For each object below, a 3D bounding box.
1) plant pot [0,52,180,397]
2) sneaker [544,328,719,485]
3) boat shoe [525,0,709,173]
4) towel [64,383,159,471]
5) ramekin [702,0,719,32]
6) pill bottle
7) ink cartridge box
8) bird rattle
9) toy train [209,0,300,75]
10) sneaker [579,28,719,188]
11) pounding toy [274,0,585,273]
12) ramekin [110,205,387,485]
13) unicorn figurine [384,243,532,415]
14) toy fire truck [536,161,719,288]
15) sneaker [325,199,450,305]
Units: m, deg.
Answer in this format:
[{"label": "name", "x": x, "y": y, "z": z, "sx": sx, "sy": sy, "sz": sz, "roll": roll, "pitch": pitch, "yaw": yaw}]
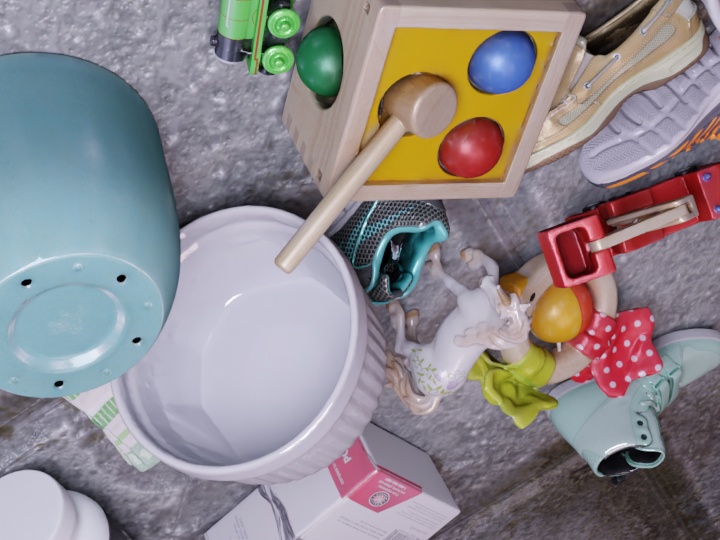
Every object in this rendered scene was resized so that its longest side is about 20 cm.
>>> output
[{"label": "plant pot", "x": -0.208, "y": -0.016, "z": 0.888, "sx": 0.200, "sy": 0.161, "sz": 0.201, "roll": -15, "pitch": 136, "yaw": -15}, {"label": "sneaker", "x": 0.297, "y": 0.139, "z": 1.338, "sx": 0.200, "sy": 0.118, "sz": 0.074, "roll": -23, "pitch": 136, "yaw": -7}, {"label": "boat shoe", "x": 0.169, "y": -0.154, "z": 1.032, "sx": 0.200, "sy": 0.072, "sz": 0.076, "roll": -37, "pitch": 124, "yaw": -3}, {"label": "towel", "x": -0.168, "y": 0.081, "z": 1.106, "sx": 0.152, "sy": 0.023, "sz": 0.200, "roll": -31, "pitch": 138, "yaw": 2}, {"label": "ramekin", "x": 0.315, "y": -0.264, "z": 0.967, "sx": 0.199, "sy": 0.098, "sz": 0.201, "roll": -14, "pitch": 136, "yaw": -15}, {"label": "pill bottle", "x": -0.254, "y": 0.263, "z": 1.171, "sx": 0.116, "sy": 0.117, "sz": 0.200, "roll": -28, "pitch": 138, "yaw": 0}, {"label": "ink cartridge box", "x": -0.028, "y": 0.245, "z": 1.296, "sx": 0.200, "sy": 0.085, "sz": 0.145, "roll": -43, "pitch": 136, "yaw": 13}, {"label": "bird rattle", "x": 0.188, "y": 0.056, "z": 1.220, "sx": 0.199, "sy": 0.113, "sz": 0.164, "roll": -15, "pitch": 120, "yaw": -18}, {"label": "toy train", "x": -0.060, "y": -0.212, "z": 0.866, "sx": 0.056, "sy": 0.042, "sz": 0.201, "roll": 1, "pitch": 131, "yaw": -15}, {"label": "sneaker", "x": 0.281, "y": -0.115, "z": 1.110, "sx": 0.200, "sy": 0.078, "sz": 0.112, "roll": -35, "pitch": 137, "yaw": 8}, {"label": "pounding toy", "x": 0.031, "y": -0.116, "z": 0.929, "sx": 0.199, "sy": 0.142, "sz": 0.185, "roll": -3, "pitch": 132, "yaw": -25}, {"label": "ramekin", "x": -0.074, "y": 0.064, "z": 0.992, "sx": 0.200, "sy": 0.201, "sz": 0.105, "roll": -35, "pitch": 150, "yaw": 7}, {"label": "unicorn figurine", "x": 0.083, "y": 0.042, "z": 1.115, "sx": 0.073, "sy": 0.138, "sz": 0.201, "roll": -1, "pitch": 131, "yaw": -26}, {"label": "toy fire truck", "x": 0.235, "y": -0.042, "z": 1.116, "sx": 0.199, "sy": 0.049, "sz": 0.141, "roll": -21, "pitch": -178, "yaw": -7}, {"label": "sneaker", "x": 0.000, "y": 0.000, "z": 1.064, "sx": 0.077, "sy": 0.091, "sz": 0.200, "roll": 14, "pitch": 124, "yaw": -36}]
